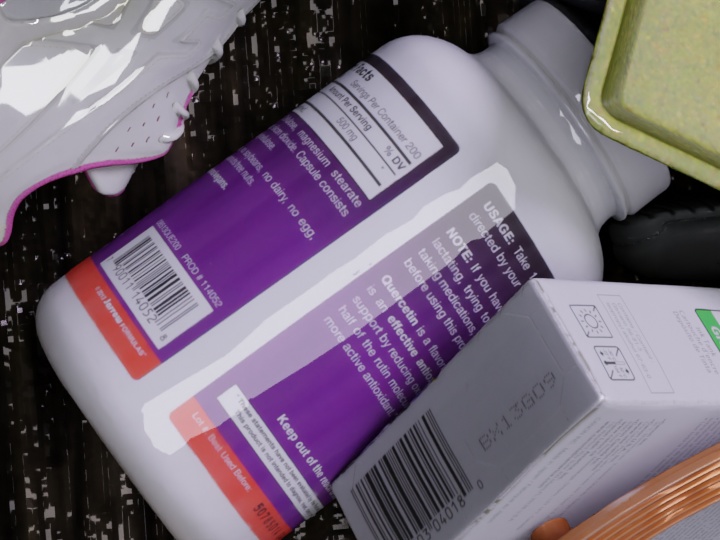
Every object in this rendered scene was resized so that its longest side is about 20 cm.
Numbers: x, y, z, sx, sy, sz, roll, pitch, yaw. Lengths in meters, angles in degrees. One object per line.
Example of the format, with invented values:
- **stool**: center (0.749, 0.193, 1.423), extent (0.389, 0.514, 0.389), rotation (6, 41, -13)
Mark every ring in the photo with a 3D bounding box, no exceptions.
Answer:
- **ring**: center (0.112, 0.093, 0.803), extent (0.200, 0.201, 0.019), rotation (-27, 63, -5)

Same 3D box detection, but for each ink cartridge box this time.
- **ink cartridge box**: center (0.098, 0.056, 0.802), extent (0.109, 0.200, 0.050), rotation (-47, 58, 33)

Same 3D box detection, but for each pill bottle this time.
- **pill bottle**: center (0.000, 0.000, 0.802), extent (0.200, 0.112, 0.113), rotation (-36, 99, -4)

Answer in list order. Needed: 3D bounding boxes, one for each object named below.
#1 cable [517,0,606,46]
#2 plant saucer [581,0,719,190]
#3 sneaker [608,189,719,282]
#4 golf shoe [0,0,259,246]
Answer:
- **cable**: center (0.100, -0.158, 0.834), extent (0.200, 0.051, 0.163), rotation (42, 88, -9)
- **plant saucer**: center (0.166, -0.091, 0.790), extent (0.199, 0.048, 0.201), rotation (24, 69, -19)
- **sneaker**: center (0.184, 0.012, 0.850), extent (0.199, 0.074, 0.089), rotation (2, 93, -8)
- **golf shoe**: center (-0.075, -0.082, 0.812), extent (0.200, 0.075, 0.092), rotation (-28, 114, -3)
